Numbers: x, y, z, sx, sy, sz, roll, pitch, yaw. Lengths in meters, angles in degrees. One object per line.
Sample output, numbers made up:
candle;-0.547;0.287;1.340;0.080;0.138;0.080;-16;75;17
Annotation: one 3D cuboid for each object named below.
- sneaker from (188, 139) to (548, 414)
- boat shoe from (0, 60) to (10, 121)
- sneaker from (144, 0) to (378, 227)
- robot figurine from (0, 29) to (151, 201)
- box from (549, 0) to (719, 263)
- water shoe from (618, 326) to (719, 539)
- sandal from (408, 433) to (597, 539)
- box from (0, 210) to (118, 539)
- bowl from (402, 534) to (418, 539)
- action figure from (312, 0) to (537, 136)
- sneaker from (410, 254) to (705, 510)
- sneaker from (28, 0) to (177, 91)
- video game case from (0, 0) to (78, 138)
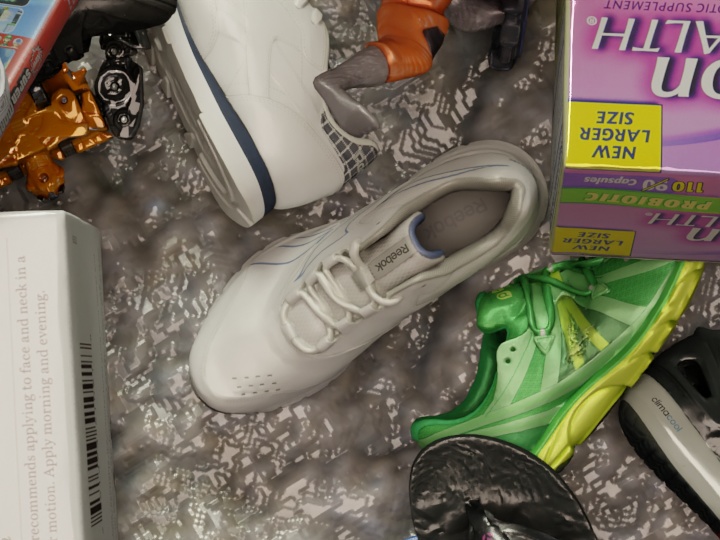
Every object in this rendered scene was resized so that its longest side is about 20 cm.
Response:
sneaker;0.000;0.000;1.390;0.200;0.087;0.075;-36;90;1
boat shoe;-0.208;-0.138;1.268;0.073;0.067;0.200;-30;51;-16
sneaker;-0.064;-0.124;1.410;0.080;0.076;0.201;-24;92;-11
robot figurine;-0.186;-0.126;1.411;0.144;0.058;0.201;-23;87;1
box;0.179;-0.111;1.352;0.175;0.097;0.201;3;67;1
water shoe;0.213;0.113;1.390;0.079;0.072;0.200;-43;91;-7
sandal;0.091;0.164;1.356;0.075;0.048;0.201;-31;92;5
box;-0.184;0.078;1.335;0.130;0.200;0.200;-3;89;-1
bowl;0.061;0.222;1.405;0.199;0.039;0.202;0;88;1
action figure;0.036;-0.177;1.347;0.104;0.194;0.201;14;118;10
sneaker;0.099;0.025;1.393;0.083;0.074;0.200;38;90;-2
sneaker;-0.182;-0.083;1.351;0.199;0.060;0.105;-3;85;5
video game case;-0.220;-0.076;1.274;0.142;0.017;0.201;10;52;19
